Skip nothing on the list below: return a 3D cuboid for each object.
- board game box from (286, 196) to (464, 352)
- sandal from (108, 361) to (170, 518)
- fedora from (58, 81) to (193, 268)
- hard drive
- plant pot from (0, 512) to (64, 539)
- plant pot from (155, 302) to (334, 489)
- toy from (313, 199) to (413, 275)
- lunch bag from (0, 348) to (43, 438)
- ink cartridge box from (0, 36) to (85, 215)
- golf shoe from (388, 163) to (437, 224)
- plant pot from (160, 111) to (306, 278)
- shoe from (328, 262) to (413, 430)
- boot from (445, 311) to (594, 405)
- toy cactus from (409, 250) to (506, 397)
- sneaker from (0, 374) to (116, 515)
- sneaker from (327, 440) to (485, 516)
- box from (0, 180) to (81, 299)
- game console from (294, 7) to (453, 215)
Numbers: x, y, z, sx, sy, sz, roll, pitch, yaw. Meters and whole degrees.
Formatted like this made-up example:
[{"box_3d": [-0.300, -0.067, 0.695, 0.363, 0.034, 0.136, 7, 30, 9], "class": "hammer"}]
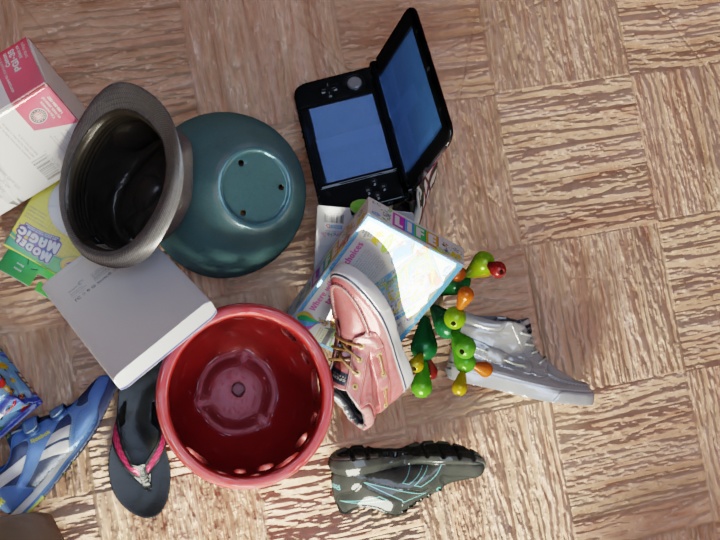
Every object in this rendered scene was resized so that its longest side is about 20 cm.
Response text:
[{"box_3d": [0.014, 0.022, 1.348, 0.133, 0.035, 0.201, 27, 125, -17], "class": "board game box"}, {"box_3d": [-0.264, 0.194, 1.356, 0.074, 0.045, 0.204, -1, 85, -12], "class": "sandal"}, {"box_3d": [-0.244, -0.099, 1.259, 0.175, 0.090, 0.203, 30, 104, 27], "class": "fedora"}, {"box_3d": [-0.261, 0.032, 1.267, 0.131, 0.200, 0.026, -39, 136, -13], "class": "hard drive"}, {"box_3d": [-0.383, 0.369, 1.257, 0.196, 0.200, 0.176, -11, 71, -12], "class": "plant pot"}, {"box_3d": [-0.140, 0.144, 1.316, 0.196, 0.182, 0.205, 1, 84, -12], "class": "plant pot"}, {"box_3d": [0.000, 0.000, 1.385, 0.113, 0.203, 0.048, 4, 39, -1], "class": "toy"}, {"box_3d": [-0.493, 0.160, 1.293, 0.200, 0.094, 0.151, -43, 80, -1], "class": "lunch bag"}, {"box_3d": [-0.414, -0.146, 1.280, 0.198, 0.147, 0.083, -30, 61, 0], "class": "ink cartridge box"}, {"box_3d": [0.062, -0.107, 1.430, 0.076, 0.088, 0.204, 12, 81, -8], "class": "golf shoe"}, {"box_3d": [-0.144, -0.092, 1.341, 0.197, 0.134, 0.204, 0, 90, -24], "class": "plant pot"}, {"box_3d": [-0.005, 0.092, 1.311, 0.091, 0.071, 0.202, -46, 133, -27], "class": "shoe"}, {"box_3d": [0.211, 0.109, 1.444, 0.196, 0.074, 0.097, 13, 89, -9], "class": "boot"}, {"box_3d": [0.105, 0.051, 1.393, 0.101, 0.165, 0.203, 2, 118, -31], "class": "toy cactus"}, {"box_3d": [-0.362, 0.194, 1.324, 0.082, 0.074, 0.201, 39, 78, -3], "class": "sneaker"}, {"box_3d": [0.058, 0.257, 1.411, 0.196, 0.075, 0.081, -2, 96, -4], "class": "sneaker"}, {"box_3d": [-0.341, -0.064, 1.365, 0.116, 0.048, 0.202, 29, 81, -7], "class": "box"}, {"box_3d": [0.010, -0.189, 1.365, 0.169, 0.119, 0.203, -13, 62, -1], "class": "game console"}]
